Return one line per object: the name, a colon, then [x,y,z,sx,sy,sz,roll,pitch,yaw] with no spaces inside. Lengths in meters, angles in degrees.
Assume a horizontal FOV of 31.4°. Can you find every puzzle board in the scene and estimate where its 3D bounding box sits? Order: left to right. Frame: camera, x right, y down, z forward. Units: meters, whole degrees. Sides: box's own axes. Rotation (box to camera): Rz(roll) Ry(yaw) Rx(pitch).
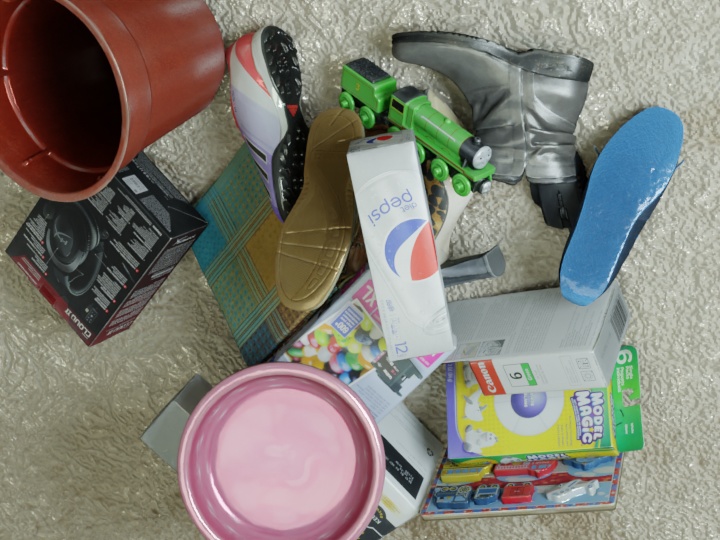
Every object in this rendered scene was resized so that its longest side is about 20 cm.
puzzle board: [0.173,0.206,1.336,0.199,0.151,0.017,-7,113,20]

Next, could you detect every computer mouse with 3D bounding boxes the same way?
computer mouse: [0.207,-0.033,1.278,0.058,0.034,0.201,-7,113,19]

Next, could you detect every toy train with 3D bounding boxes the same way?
toy train: [0.052,-0.138,1.207,0.200,0.042,0.057,39,137,32]

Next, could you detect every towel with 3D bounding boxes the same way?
towel: [-0.108,-0.017,1.323,0.147,0.022,0.201,-46,59,30]

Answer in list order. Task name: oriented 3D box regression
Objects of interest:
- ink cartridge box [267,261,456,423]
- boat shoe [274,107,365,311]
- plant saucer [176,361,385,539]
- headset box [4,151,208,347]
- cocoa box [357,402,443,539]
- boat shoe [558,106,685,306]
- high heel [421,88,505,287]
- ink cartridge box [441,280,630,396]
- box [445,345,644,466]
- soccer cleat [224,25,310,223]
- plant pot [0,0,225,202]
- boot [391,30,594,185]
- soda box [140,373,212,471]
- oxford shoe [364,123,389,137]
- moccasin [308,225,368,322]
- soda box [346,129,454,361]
ink cartridge box: [-0.014,0.099,1.272,0.119,0.042,0.200,43,108,-9]
boat shoe: [-0.028,-0.052,1.229,0.073,0.069,0.201,11,77,18]
plant saucer: [-0.076,0.186,1.239,0.199,0.051,0.202,0,93,-1]
headset box: [-0.281,-0.028,1.386,0.149,0.077,0.200,46,121,10]
cocoa box: [-0.031,0.191,1.401,0.200,0.133,0.131,46,119,-8]
boat shoe: [0.239,-0.065,1.225,0.084,0.069,0.201,33,95,10]
high heel: [0.058,-0.074,1.296,0.142,0.071,0.201,-12,98,45]
ink cartridge box: [0.161,0.072,1.288,0.199,0.109,0.051,-9,123,32]
box: [0.189,0.136,1.323,0.199,0.048,0.118,-7,70,18]
soccer cleat: [-0.090,-0.138,1.277,0.073,0.068,0.201,-12,87,37]
plant pot: [-0.242,-0.192,1.230,0.200,0.195,0.202,13,117,26]
boot: [0.115,-0.151,1.210,0.199,0.070,0.132,13,101,12]
soda box: [-0.123,0.203,1.313,0.200,0.063,0.068,42,118,-2]
oxford shoe: [-0.024,-0.068,1.312,0.071,0.071,0.200,41,118,-3]
moccasin: [-0.001,0.000,1.312,0.078,0.073,0.202,56,133,29]
soda box: [0.038,-0.023,1.177,0.063,0.068,0.201,-10,104,5]
